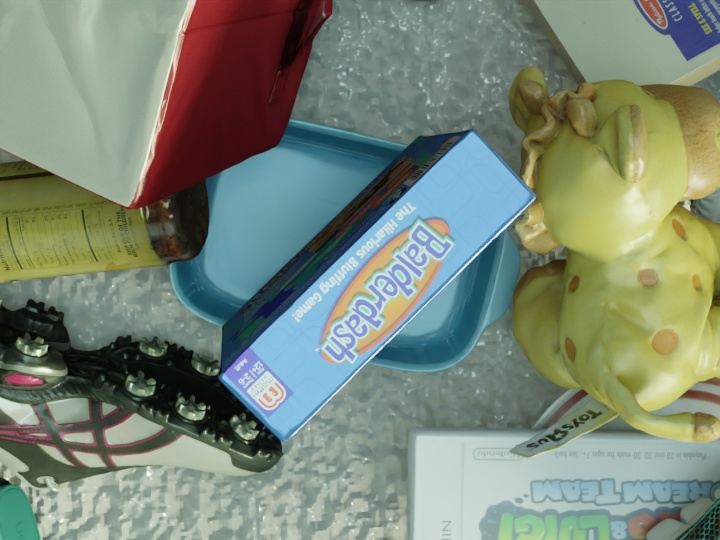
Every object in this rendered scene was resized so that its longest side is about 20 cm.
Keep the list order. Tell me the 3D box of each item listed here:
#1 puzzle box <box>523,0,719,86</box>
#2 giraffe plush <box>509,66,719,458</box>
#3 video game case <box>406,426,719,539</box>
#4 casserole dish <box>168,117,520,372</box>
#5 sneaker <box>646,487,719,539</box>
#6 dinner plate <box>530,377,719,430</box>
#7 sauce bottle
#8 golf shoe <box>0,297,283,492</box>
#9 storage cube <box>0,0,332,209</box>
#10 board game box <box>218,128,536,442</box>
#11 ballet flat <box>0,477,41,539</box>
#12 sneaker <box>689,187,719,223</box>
[{"bbox_3d":[0.138,-0.188,0.862,0.133,0.025,0.200,-29,75,-2],"label":"puzzle box"},{"bbox_3d":[0.131,-0.023,0.788,0.200,0.172,0.162,-31,116,-42],"label":"giraffe plush"},{"bbox_3d":[0.122,0.173,0.830,0.200,0.024,0.182,1,91,-4],"label":"video game case"},{"bbox_3d":[-0.012,-0.016,0.890,0.200,0.039,0.121,13,93,-4],"label":"casserole dish"},{"bbox_3d":[0.217,0.111,0.779,0.078,0.091,0.200,40,87,-5],"label":"sneaker"},{"bbox_3d":[0.170,0.141,0.856,0.200,0.024,0.200,0,91,-5],"label":"dinner plate"},{"bbox_3d":[-0.182,-0.027,0.850,0.200,0.066,0.066,-4,94,15],"label":"sauce bottle"},{"bbox_3d":[-0.141,0.080,0.880,0.200,0.077,0.088,19,112,-3],"label":"golf shoe"},{"bbox_3d":[-0.121,-0.152,0.765,0.200,0.180,0.171,25,109,10],"label":"storage cube"},{"bbox_3d":[0.000,0.000,0.773,0.152,0.200,0.045,-44,96,0],"label":"board game box"},{"bbox_3d":[-0.190,0.213,0.887,0.075,0.068,0.200,-22,90,20],"label":"ballet flat"},{"bbox_3d":[0.279,-0.082,0.884,0.130,0.079,0.199,34,81,3],"label":"sneaker"}]
